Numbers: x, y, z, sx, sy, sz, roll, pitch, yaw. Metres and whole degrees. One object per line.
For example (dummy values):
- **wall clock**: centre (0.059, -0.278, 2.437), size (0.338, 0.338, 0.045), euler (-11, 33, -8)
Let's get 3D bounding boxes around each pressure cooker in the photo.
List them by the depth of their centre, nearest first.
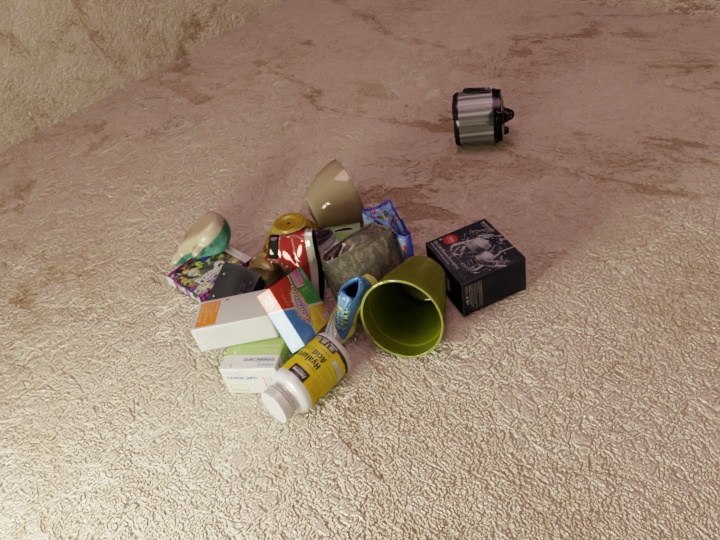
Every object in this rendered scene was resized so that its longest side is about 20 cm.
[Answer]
- **pressure cooker**: centre (0.400, -0.499, 2.208), size (0.195, 0.180, 0.179), euler (-2, 59, 14)

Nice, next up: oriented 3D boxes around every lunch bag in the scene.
- **lunch bag**: centre (0.000, 0.000, 1.713), size (0.198, 0.167, 0.117), euler (-31, 25, -23)
- **lunch bag**: centre (0.091, -0.066, 1.786), size (0.092, 0.153, 0.201), euler (-22, 39, -14)

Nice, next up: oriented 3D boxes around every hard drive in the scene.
- **hard drive**: centre (-0.327, 0.057, 1.788), size (0.198, 0.042, 0.137), euler (16, 78, 50)

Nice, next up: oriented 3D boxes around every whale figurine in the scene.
- **whale figurine**: centre (-0.459, -0.077, 1.975), size (0.198, 0.104, 0.160), euler (-36, 33, 15)

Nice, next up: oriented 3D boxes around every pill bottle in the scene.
- **pill bottle**: centre (-0.123, 0.241, 1.513), size (0.110, 0.113, 0.199), euler (23, 52, 37)

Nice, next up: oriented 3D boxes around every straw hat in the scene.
- **straw hat**: centre (-0.257, 0.001, 1.842), size (0.196, 0.086, 0.204), euler (-9, 47, 9)

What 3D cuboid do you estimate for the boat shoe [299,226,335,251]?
- **boat shoe**: centre (-0.153, -0.082, 1.836), size (0.197, 0.068, 0.070), euler (-23, 38, -27)

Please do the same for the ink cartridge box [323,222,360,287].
- **ink cartridge box**: centre (-0.045, -0.045, 1.877), size (0.101, 0.060, 0.202), euler (-9, 39, 7)

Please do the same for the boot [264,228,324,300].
- **boot**: centre (-0.172, -0.001, 1.760), size (0.141, 0.205, 0.073), euler (-8, 16, 10)

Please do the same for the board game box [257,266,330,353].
- **board game box**: centre (-0.151, 0.089, 1.611), size (0.040, 0.155, 0.200), euler (-30, 5, 21)

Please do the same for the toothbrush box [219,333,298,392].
- **toothbrush box**: centre (-0.231, 0.188, 1.628), size (0.142, 0.087, 0.202), euler (-3, 38, 16)

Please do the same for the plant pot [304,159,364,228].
- **plant pot**: centre (-0.086, -0.201, 1.976), size (0.133, 0.203, 0.201), euler (-28, 40, -8)

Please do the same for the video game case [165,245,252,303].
- **video game case**: centre (-0.432, 0.002, 1.956), size (0.179, 0.036, 0.199), euler (25, 52, 40)

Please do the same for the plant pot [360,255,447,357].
- **plant pot**: centre (0.123, 0.066, 1.608), size (0.196, 0.205, 0.193), euler (4, 29, 21)

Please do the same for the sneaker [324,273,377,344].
- **sneaker**: centre (-0.040, 0.090, 1.613), size (0.075, 0.105, 0.202), euler (34, 95, 29)

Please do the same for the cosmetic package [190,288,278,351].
- **cosmetic package**: centre (-0.291, 0.116, 1.611), size (0.195, 0.072, 0.103), euler (-11, 37, 10)

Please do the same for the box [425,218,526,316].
- **box**: centre (0.287, -0.013, 1.704), size (0.179, 0.106, 0.201), euler (-21, 39, -12)

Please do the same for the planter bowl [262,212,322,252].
- **planter bowl**: centre (-0.201, -0.109, 1.983), size (0.195, 0.085, 0.203), euler (-8, 39, 6)
